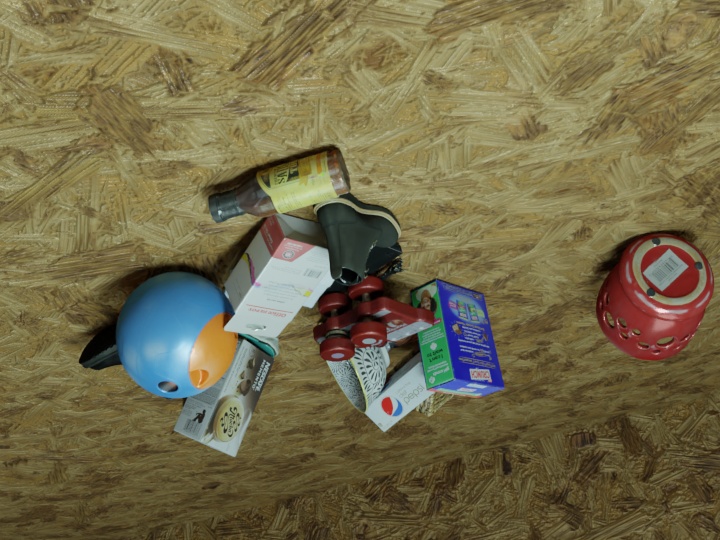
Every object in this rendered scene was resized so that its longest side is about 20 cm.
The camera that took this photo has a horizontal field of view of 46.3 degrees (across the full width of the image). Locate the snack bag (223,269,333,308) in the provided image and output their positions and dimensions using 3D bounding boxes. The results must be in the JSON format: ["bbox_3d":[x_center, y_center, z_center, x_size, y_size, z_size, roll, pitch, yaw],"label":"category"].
[{"bbox_3d":[-0.132,0.014,1.450,0.185,0.022,0.200,7,149,-26],"label":"snack bag"}]

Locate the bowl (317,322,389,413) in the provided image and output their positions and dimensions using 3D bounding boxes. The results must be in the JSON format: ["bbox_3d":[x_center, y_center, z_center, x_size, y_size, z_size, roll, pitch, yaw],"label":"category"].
[{"bbox_3d":[-0.001,0.176,1.711,0.093,0.203,0.202,-27,160,-17],"label":"bowl"}]

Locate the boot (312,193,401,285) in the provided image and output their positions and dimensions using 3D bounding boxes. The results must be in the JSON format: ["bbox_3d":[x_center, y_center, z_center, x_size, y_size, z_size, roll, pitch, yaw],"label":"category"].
[{"bbox_3d":[0.001,-0.029,1.288,0.077,0.141,0.198,-26,152,32],"label":"boot"}]

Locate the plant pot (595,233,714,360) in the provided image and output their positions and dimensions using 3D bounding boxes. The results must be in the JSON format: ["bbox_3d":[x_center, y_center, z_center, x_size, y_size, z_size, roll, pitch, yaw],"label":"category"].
[{"bbox_3d":[0.568,0.047,1.611,0.196,0.204,0.183,-8,153,-4],"label":"plant pot"}]

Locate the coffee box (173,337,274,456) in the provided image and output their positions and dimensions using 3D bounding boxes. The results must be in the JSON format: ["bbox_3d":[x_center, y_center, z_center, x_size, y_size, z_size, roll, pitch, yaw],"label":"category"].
[{"bbox_3d":[-0.255,0.233,1.597,0.079,0.203,0.113,11,161,34],"label":"coffee box"}]

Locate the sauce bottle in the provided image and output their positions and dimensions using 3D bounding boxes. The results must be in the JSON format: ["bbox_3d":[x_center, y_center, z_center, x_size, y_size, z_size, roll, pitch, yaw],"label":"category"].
[{"bbox_3d":[-0.113,-0.110,1.156,0.196,0.067,0.066,-16,155,8],"label":"sauce bottle"}]

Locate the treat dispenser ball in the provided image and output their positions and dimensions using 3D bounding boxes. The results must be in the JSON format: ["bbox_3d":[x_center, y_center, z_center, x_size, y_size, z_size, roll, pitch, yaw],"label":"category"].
[{"bbox_3d":[-0.299,0.105,1.377,0.196,0.205,0.202,-8,156,-4],"label":"treat dispenser ball"}]

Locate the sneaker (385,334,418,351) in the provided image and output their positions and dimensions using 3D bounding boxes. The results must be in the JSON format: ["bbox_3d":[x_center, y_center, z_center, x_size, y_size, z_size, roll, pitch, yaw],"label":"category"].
[{"bbox_3d":[0.094,0.104,1.710,0.110,0.079,0.200,-14,165,-5],"label":"sneaker"}]

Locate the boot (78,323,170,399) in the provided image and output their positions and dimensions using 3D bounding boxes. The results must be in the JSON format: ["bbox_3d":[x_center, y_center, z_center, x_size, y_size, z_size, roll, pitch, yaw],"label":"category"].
[{"bbox_3d":[-0.397,0.170,1.543,0.208,0.080,0.159,-21,122,21],"label":"boot"}]

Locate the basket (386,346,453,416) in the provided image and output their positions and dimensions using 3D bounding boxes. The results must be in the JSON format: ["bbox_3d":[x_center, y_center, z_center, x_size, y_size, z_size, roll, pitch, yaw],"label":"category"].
[{"bbox_3d":[0.138,0.200,1.831,0.147,0.146,0.199,19,-158,26],"label":"basket"}]

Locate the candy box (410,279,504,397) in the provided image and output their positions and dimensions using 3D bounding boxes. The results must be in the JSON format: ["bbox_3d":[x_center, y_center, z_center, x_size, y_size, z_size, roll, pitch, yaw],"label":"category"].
[{"bbox_3d":[0.189,0.137,1.645,0.076,0.204,0.167,-28,150,35],"label":"candy box"}]

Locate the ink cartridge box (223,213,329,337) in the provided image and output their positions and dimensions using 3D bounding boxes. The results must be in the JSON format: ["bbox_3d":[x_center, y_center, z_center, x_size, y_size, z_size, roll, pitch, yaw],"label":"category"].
[{"bbox_3d":[-0.135,0.012,1.332,0.115,0.068,0.201,13,125,-41],"label":"ink cartridge box"}]

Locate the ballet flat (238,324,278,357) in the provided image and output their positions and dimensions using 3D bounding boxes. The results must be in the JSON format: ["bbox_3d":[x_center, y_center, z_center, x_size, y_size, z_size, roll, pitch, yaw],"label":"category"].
[{"bbox_3d":[-0.192,0.112,1.605,0.068,0.071,0.200,-14,156,9],"label":"ballet flat"}]

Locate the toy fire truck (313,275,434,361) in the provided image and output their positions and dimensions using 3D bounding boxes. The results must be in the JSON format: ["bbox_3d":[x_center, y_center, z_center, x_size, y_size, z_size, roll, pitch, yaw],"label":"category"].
[{"bbox_3d":[0.018,0.103,1.548,0.166,0.114,0.198,22,143,-40],"label":"toy fire truck"}]

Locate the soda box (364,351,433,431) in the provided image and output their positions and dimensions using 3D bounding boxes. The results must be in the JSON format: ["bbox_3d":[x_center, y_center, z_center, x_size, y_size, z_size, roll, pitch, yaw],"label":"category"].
[{"bbox_3d":[0.092,0.240,1.704,0.200,0.068,0.064,-45,-175,35],"label":"soda box"}]

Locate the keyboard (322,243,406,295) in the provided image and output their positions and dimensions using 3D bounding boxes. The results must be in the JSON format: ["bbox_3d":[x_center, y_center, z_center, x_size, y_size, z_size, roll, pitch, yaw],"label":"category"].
[{"bbox_3d":[0.000,0.000,1.497,0.126,0.021,0.199,19,144,-38],"label":"keyboard"}]

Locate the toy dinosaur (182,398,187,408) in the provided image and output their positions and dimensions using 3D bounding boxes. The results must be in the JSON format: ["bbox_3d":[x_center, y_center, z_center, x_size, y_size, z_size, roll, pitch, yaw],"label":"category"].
[{"bbox_3d":[-0.304,0.199,1.648,0.135,0.086,0.200,-44,-174,29],"label":"toy dinosaur"}]
